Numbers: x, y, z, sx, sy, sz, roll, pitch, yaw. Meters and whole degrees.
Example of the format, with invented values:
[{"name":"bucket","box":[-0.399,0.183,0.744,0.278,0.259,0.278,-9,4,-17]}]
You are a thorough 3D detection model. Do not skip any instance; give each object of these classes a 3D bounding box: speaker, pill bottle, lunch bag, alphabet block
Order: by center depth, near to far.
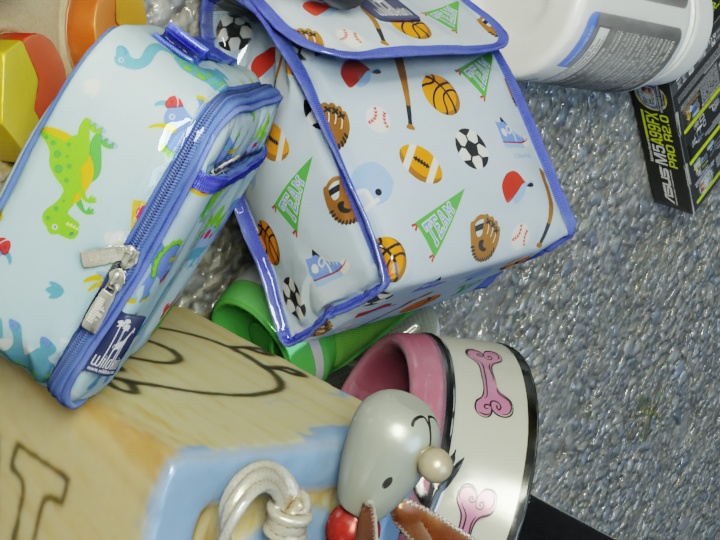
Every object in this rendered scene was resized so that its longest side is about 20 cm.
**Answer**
[{"name":"lunch bag","box":[-0.105,-0.035,0.639,0.162,0.082,0.200,-59,-178,8]},{"name":"alphabet block","box":[-0.116,0.141,0.712,0.194,0.199,0.199,5,105,-52]},{"name":"lunch bag","box":[0.010,-0.082,0.784,0.169,0.123,0.202,-13,77,-42]},{"name":"speaker","box":[0.000,0.000,0.876,0.199,0.088,0.089,-37,133,-34]},{"name":"pill bottle","box":[0.159,-0.183,0.953,0.199,0.113,0.115,-2,110,-50]}]

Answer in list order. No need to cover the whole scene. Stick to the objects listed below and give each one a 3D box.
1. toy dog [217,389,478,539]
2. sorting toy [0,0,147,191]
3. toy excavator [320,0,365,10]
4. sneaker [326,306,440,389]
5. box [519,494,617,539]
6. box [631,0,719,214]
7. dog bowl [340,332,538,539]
[{"name":"toy dog","box":[0.010,0.169,0.637,0.131,0.096,0.202,-27,128,-41]},{"name":"sorting toy","box":[-0.144,-0.128,0.618,0.186,0.036,0.202,-58,152,-55]},{"name":"toy excavator","box":[-0.011,-0.268,0.700,0.200,0.195,0.099,-46,146,19]},{"name":"sneaker","box":[0.001,0.112,0.959,0.202,0.070,0.080,-64,157,1]},{"name":"box","box":[0.118,0.332,1.156,0.199,0.122,0.201,-32,130,-35]},{"name":"box","box":[0.315,-0.176,1.204,0.200,0.044,0.161,-49,140,-22]},{"name":"dog bowl","box":[0.025,0.128,0.816,0.073,0.200,0.202,21,92,-16]}]
